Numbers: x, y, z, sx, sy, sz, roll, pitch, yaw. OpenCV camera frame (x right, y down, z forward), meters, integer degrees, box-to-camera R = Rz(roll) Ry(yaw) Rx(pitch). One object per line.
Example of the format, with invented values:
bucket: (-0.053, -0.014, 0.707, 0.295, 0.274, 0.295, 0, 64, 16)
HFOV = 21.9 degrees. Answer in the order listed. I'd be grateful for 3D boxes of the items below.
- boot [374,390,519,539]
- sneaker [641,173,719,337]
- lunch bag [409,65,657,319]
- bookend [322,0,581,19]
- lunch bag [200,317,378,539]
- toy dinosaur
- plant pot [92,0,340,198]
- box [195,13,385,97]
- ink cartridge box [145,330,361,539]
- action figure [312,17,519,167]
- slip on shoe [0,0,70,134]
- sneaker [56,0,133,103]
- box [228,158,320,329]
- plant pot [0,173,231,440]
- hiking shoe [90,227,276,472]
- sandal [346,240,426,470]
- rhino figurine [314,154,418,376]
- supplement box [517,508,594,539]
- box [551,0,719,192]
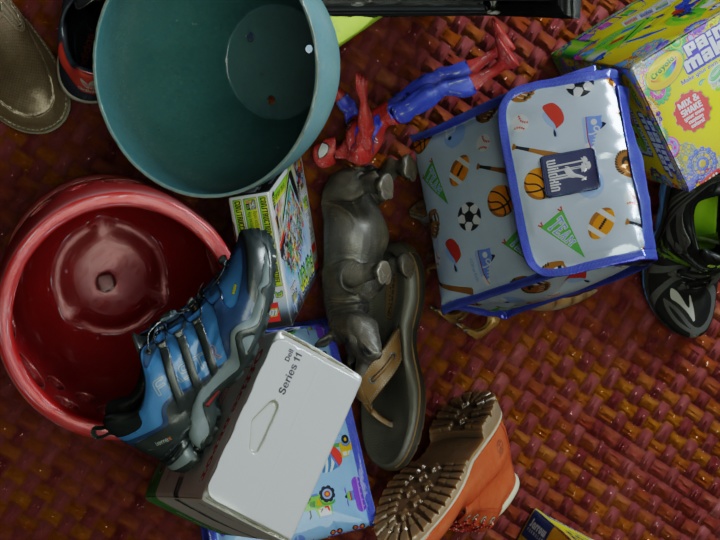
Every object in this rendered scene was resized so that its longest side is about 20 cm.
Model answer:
boot: (0.085, 0.207, 1.656, 0.200, 0.074, 0.108, -47, 125, -45)
sneaker: (0.305, -0.016, 1.693, 0.070, 0.083, 0.201, -12, 129, -16)
lunch bag: (0.151, -0.063, 1.568, 0.123, 0.199, 0.172, 1, 75, -48)
bookend: (0.052, -0.250, 1.499, 0.196, 0.200, 0.093, -2, 99, -17)
lunch bag: (-0.081, 0.138, 1.641, 0.149, 0.094, 0.202, -11, 93, -10)
toy dinosaur: (0.122, 0.012, 1.680, 0.199, 0.060, 0.107, 35, 88, -17)
plant pot: (-0.094, -0.164, 1.485, 0.198, 0.134, 0.203, 4, 98, 24)
box: (-0.060, -0.238, 1.596, 0.199, 0.048, 0.123, -35, 106, -8)
ink cartridge box: (-0.090, 0.135, 1.499, 0.083, 0.200, 0.148, 28, 77, -14)
action figure: (0.027, -0.165, 1.604, 0.199, 0.065, 0.099, -34, 111, 15)
slip on shoe: (-0.308, -0.197, 1.532, 0.076, 0.061, 0.201, -32, 105, -8)
sneaker: (-0.210, -0.241, 1.527, 0.074, 0.084, 0.203, 2, 86, -14)
box: (-0.069, -0.029, 1.551, 0.034, 0.200, 0.111, -8, 103, 7)
plant pot: (-0.200, 0.020, 1.527, 0.198, 0.183, 0.203, -2, 101, -9)
hiking shoe: (-0.128, 0.055, 1.419, 0.086, 0.074, 0.202, 23, 96, -16)
sandal: (0.019, 0.075, 1.647, 0.054, 0.081, 0.203, 1, 97, -36)
rhino figurine: (0.000, 0.000, 1.618, 0.059, 0.087, 0.203, 13, 77, -47)
supplement box: (0.174, 0.344, 1.722, 0.108, 0.109, 0.201, 27, 91, -17)
box: (0.304, -0.181, 1.626, 0.199, 0.193, 0.123, -31, 105, -7)
